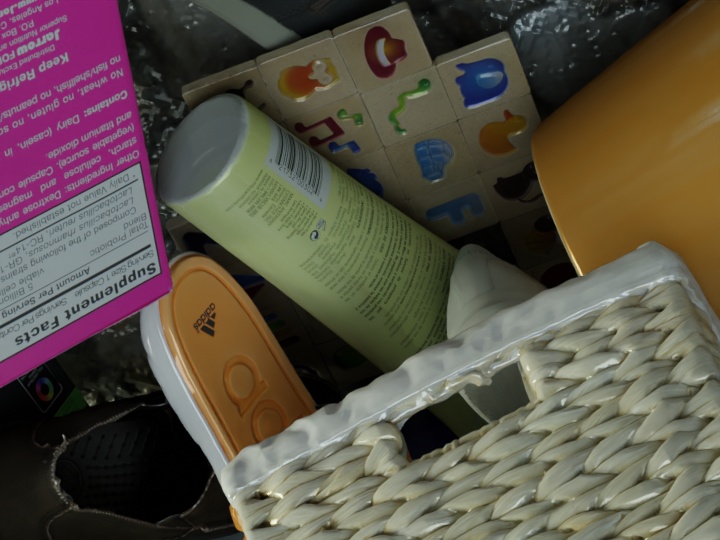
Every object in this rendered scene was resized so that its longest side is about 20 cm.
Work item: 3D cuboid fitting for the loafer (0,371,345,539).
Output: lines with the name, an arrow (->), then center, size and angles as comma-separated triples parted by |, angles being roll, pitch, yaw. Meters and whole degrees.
loafer -> -0.073, 0.085, 0.994 | 0.200, 0.071, 0.073 | -12, 90, -40

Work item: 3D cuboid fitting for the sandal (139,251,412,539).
sandal -> -0.018, 0.080, 0.959 | 0.059, 0.079, 0.207 | -10, 121, 42

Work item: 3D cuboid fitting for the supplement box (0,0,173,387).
supplement box -> -0.151, -0.068, 0.864 | 0.103, 0.101, 0.201 | -29, 131, -29

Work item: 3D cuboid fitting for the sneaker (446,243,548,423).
sneaker -> 0.103, 0.065, 0.989 | 0.075, 0.089, 0.200 | -32, 119, 10

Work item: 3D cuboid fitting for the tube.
tube -> 0.000, 0.000, 0.975 | 0.058, 0.052, 0.200 | -44, 127, 14

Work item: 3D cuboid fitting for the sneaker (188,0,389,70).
sneaker -> -0.046, -0.160, 0.917 | 0.106, 0.075, 0.200 | -48, 143, 11

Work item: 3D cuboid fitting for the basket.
basket -> 0.084, 0.138, 0.877 | 0.198, 0.161, 0.200 | -27, 132, 8

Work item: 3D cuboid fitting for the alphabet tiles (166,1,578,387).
alphabet tiles -> 0.004, -0.027, 1.006 | 0.167, 0.008, 0.200 | -20, 135, 7

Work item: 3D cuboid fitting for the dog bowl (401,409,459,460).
dog bowl -> 0.072, 0.156, 1.096 | 0.199, 0.079, 0.201 | -1, 116, -3

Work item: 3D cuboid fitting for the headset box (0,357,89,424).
headset box -> -0.224, 0.062, 0.971 | 0.093, 0.174, 0.200 | -14, 119, 36

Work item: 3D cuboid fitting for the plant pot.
plant pot -> 0.178, -0.042, 0.942 | 0.183, 0.200, 0.200 | -28, 115, 15
